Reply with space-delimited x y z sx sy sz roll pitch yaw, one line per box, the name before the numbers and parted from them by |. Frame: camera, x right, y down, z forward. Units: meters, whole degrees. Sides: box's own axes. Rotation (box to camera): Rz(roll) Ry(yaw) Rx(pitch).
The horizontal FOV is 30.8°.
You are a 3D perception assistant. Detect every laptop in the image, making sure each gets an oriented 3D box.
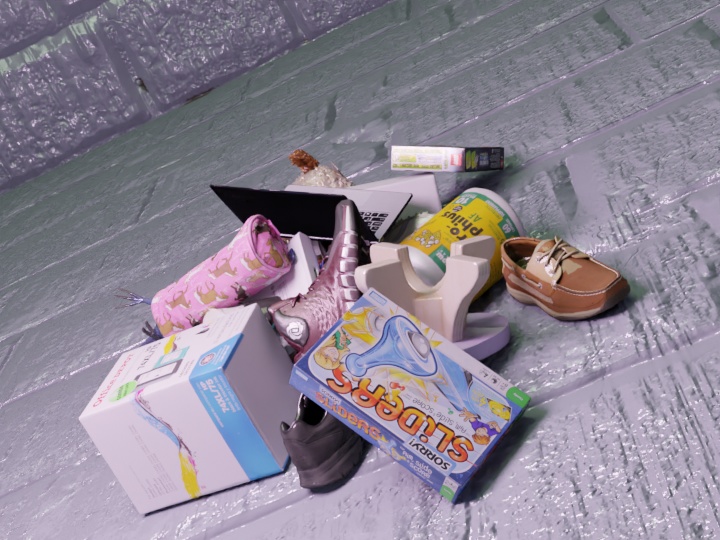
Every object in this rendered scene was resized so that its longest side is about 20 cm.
laptop | -0.058 -0.100 1.665 0.186 0.117 0.200 6 34 23

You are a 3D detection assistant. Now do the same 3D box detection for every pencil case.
pencil case | -0.174 0.015 1.619 0.200 0.083 0.086 -36 -25 28

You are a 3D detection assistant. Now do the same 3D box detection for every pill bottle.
pill bottle | 0.100 -0.004 1.579 0.200 0.113 0.112 -38 22 -26

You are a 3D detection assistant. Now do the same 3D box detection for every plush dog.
plush dog | -0.081 -0.069 1.960 0.172 0.160 0.200 -57 27 -9

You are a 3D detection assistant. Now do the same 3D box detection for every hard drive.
hard drive | -0.122 0.063 1.623 0.200 0.027 0.133 -40 47 26

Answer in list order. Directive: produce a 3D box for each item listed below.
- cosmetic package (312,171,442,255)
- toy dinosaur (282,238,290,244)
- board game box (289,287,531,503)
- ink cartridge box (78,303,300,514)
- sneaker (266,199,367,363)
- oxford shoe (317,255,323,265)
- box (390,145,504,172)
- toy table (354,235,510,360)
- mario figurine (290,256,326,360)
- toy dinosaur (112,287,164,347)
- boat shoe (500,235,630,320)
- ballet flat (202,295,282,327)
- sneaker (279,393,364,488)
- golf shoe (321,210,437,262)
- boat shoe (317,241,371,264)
cosmetic package | 0.015 -0.081 1.828 0.198 0.082 0.113 -10 7 4
toy dinosaur | -0.128 0.012 1.768 0.085 0.202 0.135 -3 10 42
board game box | 0.049 0.118 1.278 0.135 0.199 0.035 -45 -18 -37
ink cartridge box | -0.187 0.160 1.507 0.199 0.147 0.147 -21 21 22
sneaker | -0.052 0.016 1.506 0.114 0.202 0.076 -3 -17 10
oxford shoe | -0.096 0.025 1.845 0.199 0.071 0.074 -20 13 -3
box | 0.128 -0.161 1.874 0.109 0.035 0.200 4 6 21
toy table | 0.075 0.036 1.420 0.183 0.118 0.199 5 17 42
mario figurine | -0.058 0.052 1.665 0.200 0.106 0.124 -41 28 33
toy dinosaur | -0.272 0.089 1.937 0.182 0.199 0.105 -57 22 28
boat shoe | 0.217 0.003 1.465 0.075 0.074 0.200 -36 21 -21
ballet flat | -0.175 0.093 1.585 0.200 0.068 0.068 -47 20 19
sneaker | -0.016 0.144 1.409 0.076 0.091 0.200 -16 22 37
golf shoe | 0.046 -0.005 1.748 0.199 0.078 0.098 -25 43 14
boat shoe | 0.000 -0.001 1.679 0.072 0.066 0.201 -45 46 -1
